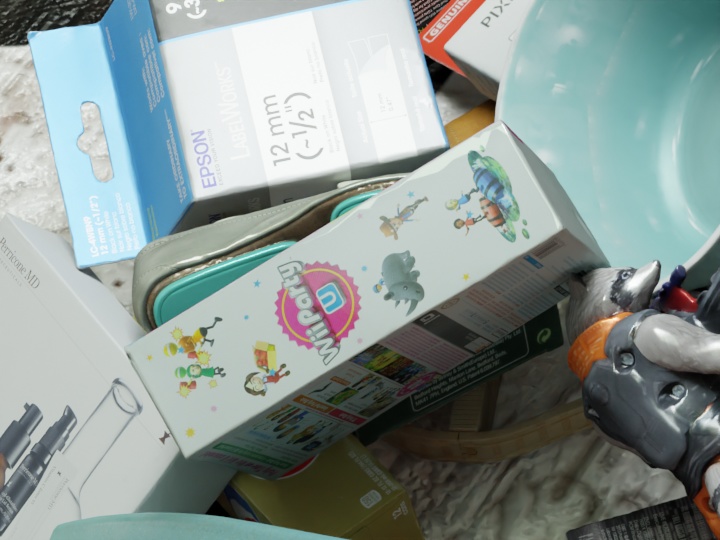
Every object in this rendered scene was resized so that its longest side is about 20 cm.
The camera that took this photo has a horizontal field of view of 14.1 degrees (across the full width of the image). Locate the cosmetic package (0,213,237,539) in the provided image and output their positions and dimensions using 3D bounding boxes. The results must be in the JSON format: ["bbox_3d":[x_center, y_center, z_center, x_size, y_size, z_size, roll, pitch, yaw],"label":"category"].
[{"bbox_3d":[-0.163,0.088,1.487,0.151,0.052,0.200,-52,49,9],"label":"cosmetic package"}]

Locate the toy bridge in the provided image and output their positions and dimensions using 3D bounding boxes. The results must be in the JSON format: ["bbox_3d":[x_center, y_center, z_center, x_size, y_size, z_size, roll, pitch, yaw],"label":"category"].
[{"bbox_3d":[0.060,0.067,1.500,0.200,0.027,0.067,0,50,17],"label":"toy bridge"}]

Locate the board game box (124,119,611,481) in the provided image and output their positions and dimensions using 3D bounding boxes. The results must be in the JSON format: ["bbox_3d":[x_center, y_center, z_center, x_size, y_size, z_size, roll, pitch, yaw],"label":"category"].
[{"bbox_3d":[0.008,0.018,1.350,0.200,0.148,0.064,-32,76,7],"label":"board game box"}]

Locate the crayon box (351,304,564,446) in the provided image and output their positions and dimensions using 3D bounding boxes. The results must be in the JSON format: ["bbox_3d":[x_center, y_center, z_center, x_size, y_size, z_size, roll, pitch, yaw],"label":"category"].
[{"bbox_3d":[0.000,0.000,1.531,0.126,0.052,0.200,-26,38,-17],"label":"crayon box"}]

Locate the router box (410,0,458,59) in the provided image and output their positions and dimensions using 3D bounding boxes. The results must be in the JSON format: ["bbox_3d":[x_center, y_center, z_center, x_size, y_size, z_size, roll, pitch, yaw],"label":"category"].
[{"bbox_3d":[0.000,-0.176,1.648,0.200,0.149,0.051,-34,46,-14],"label":"router box"}]

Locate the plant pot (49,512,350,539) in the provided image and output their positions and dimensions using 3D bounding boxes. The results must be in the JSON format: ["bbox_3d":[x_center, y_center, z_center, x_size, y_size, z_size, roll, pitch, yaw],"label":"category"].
[{"bbox_3d":[-0.058,0.188,1.334,0.200,0.141,0.141,13,76,36],"label":"plant pot"}]

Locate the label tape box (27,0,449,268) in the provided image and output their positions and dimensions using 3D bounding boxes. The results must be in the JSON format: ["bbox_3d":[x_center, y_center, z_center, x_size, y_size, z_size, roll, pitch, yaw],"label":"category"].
[{"bbox_3d":[-0.066,-0.094,1.519,0.200,0.066,0.143,-11,68,-6],"label":"label tape box"}]

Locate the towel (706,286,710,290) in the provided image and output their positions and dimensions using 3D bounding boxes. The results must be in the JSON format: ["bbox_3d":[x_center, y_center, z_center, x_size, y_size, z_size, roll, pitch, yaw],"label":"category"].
[{"bbox_3d":[0.240,-0.057,1.449,0.200,0.035,0.193,-27,56,44],"label":"towel"}]

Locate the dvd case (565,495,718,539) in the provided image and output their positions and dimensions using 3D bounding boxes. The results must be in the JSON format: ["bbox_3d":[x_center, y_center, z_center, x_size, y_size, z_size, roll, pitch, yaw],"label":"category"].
[{"bbox_3d":[0.207,0.152,1.351,0.200,0.016,0.149,-17,45,3],"label":"dvd case"}]

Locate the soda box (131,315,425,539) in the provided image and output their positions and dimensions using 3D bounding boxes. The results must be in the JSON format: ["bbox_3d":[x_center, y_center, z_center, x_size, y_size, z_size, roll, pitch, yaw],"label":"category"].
[{"bbox_3d":[-0.049,0.090,1.485,0.064,0.068,0.200,-35,49,-14],"label":"soda box"}]

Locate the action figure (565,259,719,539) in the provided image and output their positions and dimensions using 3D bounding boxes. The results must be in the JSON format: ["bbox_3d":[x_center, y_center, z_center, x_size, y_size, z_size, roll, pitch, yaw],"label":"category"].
[{"bbox_3d":[0.167,0.053,1.311,0.105,0.200,0.193,-21,51,-38],"label":"action figure"}]

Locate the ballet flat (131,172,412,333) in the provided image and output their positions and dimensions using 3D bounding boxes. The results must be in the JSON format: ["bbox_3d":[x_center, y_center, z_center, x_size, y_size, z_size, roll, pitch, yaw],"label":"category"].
[{"bbox_3d":[-0.021,-0.017,1.463,0.200,0.067,0.064,-16,32,-2],"label":"ballet flat"}]

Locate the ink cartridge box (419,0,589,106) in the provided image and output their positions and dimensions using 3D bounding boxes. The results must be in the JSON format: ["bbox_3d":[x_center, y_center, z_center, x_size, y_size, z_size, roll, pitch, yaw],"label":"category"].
[{"bbox_3d":[0.123,-0.180,1.588,0.200,0.044,0.174,-47,36,-4],"label":"ink cartridge box"}]

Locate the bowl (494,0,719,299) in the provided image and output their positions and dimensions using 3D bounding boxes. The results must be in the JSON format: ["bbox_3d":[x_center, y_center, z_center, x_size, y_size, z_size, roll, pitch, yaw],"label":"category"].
[{"bbox_3d":[0.169,-0.074,1.440,0.201,0.105,0.201,-19,65,50],"label":"bowl"}]

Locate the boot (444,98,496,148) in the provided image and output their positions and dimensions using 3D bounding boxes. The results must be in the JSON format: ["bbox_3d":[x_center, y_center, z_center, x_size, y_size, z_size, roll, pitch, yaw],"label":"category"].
[{"bbox_3d":[0.109,-0.105,1.609,0.144,0.071,0.201,-20,50,0],"label":"boot"}]
